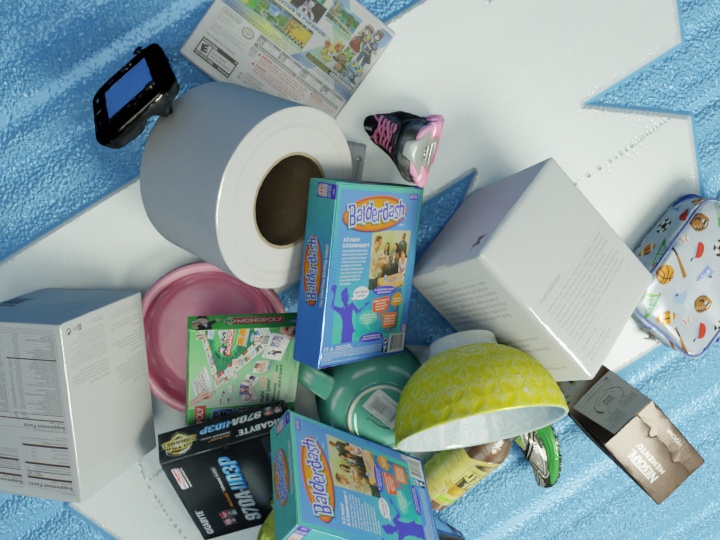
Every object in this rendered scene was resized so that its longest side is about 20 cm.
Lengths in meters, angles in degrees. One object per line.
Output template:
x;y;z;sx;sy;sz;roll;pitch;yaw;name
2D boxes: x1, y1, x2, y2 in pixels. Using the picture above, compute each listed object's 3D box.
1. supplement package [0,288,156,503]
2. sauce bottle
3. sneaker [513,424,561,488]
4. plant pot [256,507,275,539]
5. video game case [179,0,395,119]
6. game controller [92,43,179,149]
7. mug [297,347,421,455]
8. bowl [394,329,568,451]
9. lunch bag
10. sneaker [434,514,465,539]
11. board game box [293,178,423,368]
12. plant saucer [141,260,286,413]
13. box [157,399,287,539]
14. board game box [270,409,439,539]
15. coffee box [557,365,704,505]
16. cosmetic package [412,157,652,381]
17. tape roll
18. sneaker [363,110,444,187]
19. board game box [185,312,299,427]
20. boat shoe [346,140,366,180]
-0.350;0.137;0.892;0.149;0.152;0.202;1;102;18;supplement package
0.150;0.239;1.003;0.064;0.065;0.200;34;121;-12;sauce bottle
0.213;0.205;1.044;0.085;0.078;0.202;-25;94;5;sneaker
-0.047;0.363;0.931;0.198;0.201;0.191;-16;143;-4;plant pot
-0.088;-0.278;0.936;0.199;0.022;0.183;36;95;-11;video game case
-0.252;-0.196;0.845;0.104;0.200;0.042;-33;123;-2;game controller
0.005;0.173;0.983;0.183;0.114;0.154;-8;102;-6;mug
0.127;0.132;0.880;0.198;0.200;0.109;-9;68;-5;bowl
0.446;0.012;1.030;0.160;0.076;0.201;36;94;-14;lunch bag
0.084;0.346;1.033;0.066;0.079;0.200;-40;139;6;sneaker
0.000;0.000;0.873;0.151;0.045;0.202;-2;102;-48;board game box
-0.188;0.084;0.976;0.198;0.051;0.203;-1;102;-7;plant saucer
-0.149;0.256;0.966;0.157;0.046;0.201;-14;135;-5;box
-0.005;0.256;0.860;0.199;0.153;0.045;27;120;-26;board game box
0.330;0.194;0.984;0.080;0.200;0.113;-42;102;2;coffee box
0.202;0.009;0.925;0.200;0.167;0.167;46;66;-12;cosmetic package
-0.123;-0.097;0.855;0.202;0.138;0.205;-28;130;-39;tape roll
0.045;-0.153;0.893;0.095;0.200;0.080;19;105;2;sneaker
-0.145;0.142;0.933;0.133;0.029;0.202;-1;124;-16;board game box
-0.019;-0.063;0.957;0.066;0.074;0.202;-1;101;-7;boat shoe
